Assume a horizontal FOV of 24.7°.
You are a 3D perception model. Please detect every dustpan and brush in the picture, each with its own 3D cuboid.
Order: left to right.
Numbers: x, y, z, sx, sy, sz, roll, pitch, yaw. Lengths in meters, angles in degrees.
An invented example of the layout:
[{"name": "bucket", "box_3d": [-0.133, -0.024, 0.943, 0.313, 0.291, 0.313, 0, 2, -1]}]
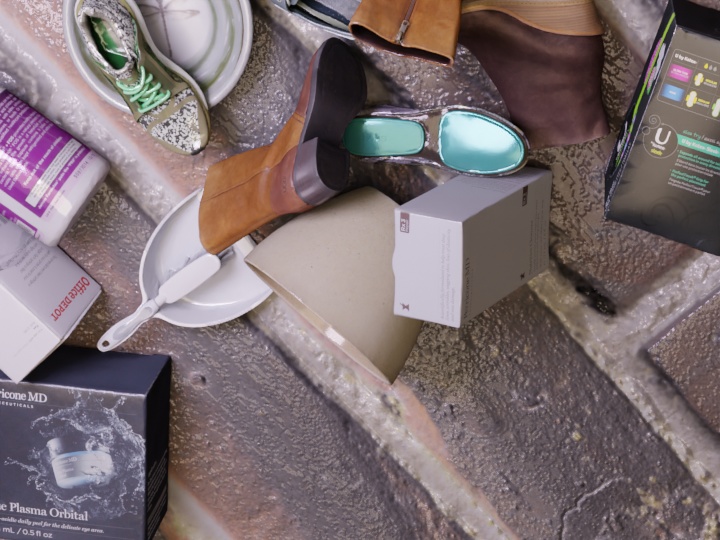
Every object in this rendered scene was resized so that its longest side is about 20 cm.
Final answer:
[{"name": "dustpan and brush", "box_3d": [-0.204, 0.022, 1.778, 0.199, 0.057, 0.140, -35, 102, 18]}]

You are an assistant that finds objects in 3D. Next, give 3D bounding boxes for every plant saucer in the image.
[{"name": "plant saucer", "box_3d": [-0.203, -0.256, 1.682, 0.198, 0.050, 0.202, 3, 110, 7]}]

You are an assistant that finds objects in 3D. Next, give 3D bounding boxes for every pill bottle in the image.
[{"name": "pill bottle", "box_3d": [-0.371, -0.124, 1.720, 0.199, 0.112, 0.113, 36, 111, -7]}]

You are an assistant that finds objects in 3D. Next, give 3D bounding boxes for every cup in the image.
[{"name": "cup", "box_3d": [0.000, 0.000, 1.691, 0.200, 0.200, 0.143, 41, 84, -8]}]

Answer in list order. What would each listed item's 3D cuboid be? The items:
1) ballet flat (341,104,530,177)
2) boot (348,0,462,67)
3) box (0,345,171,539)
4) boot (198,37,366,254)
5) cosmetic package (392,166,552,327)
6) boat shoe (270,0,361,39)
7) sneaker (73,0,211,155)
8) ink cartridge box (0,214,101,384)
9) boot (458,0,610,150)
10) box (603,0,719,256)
[{"name": "ballet flat", "box_3d": [0.081, -0.137, 1.673, 0.199, 0.072, 0.073, 7, 112, 18]}, {"name": "boot", "box_3d": [0.103, -0.277, 1.551, 0.187, 0.201, 0.069, 17, 146, 1]}, {"name": "box", "box_3d": [-0.319, 0.195, 1.829, 0.195, 0.118, 0.202, 6, 110, 6]}, {"name": "boot", "box_3d": [-0.083, -0.126, 1.683, 0.068, 0.190, 0.199, 20, 151, -37]}, {"name": "cosmetic package", "box_3d": [0.113, -0.030, 1.637, 0.081, 0.200, 0.114, 11, 115, 29]}, {"name": "boat shoe", "box_3d": [-0.059, -0.290, 1.643, 0.199, 0.062, 0.073, 29, 111, -4]}, {"name": "sneaker", "box_3d": [-0.225, -0.191, 1.634, 0.077, 0.089, 0.200, -33, 103, 18]}, {"name": "ink cartridge box", "box_3d": [-0.390, 0.001, 1.749, 0.086, 0.147, 0.200, -41, 100, 21]}, {"name": "boot", "box_3d": [0.147, -0.198, 1.643, 0.198, 0.072, 0.168, -7, 107, 6]}, {"name": "box", "box_3d": [0.326, -0.143, 1.599, 0.123, 0.149, 0.201, 18, 111, 2]}]
